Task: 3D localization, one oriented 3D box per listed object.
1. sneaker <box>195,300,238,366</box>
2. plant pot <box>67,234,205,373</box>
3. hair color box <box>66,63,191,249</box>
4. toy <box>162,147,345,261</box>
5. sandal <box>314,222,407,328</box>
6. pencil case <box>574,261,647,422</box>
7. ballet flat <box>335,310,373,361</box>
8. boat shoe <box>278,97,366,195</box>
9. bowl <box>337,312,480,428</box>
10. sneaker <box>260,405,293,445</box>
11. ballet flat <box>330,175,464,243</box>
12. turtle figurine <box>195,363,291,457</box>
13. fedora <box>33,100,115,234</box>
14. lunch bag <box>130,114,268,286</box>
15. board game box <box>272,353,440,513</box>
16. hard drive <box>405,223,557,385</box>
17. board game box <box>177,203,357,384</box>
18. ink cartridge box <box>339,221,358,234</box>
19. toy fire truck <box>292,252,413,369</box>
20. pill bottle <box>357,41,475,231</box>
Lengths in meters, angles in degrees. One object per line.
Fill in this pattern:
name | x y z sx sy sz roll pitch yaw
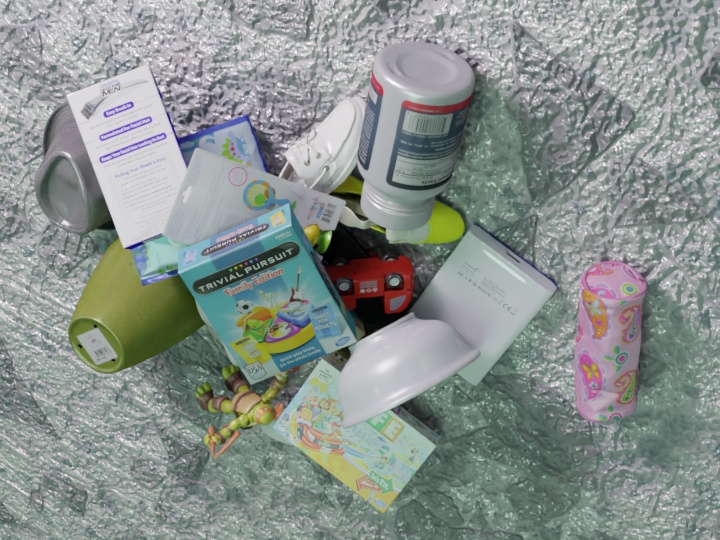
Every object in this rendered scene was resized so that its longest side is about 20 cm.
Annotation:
sneaker | -0.167 0.060 1.799 0.084 0.073 0.201 -1 142 22
plant pot | -0.315 0.050 1.797 0.185 0.200 0.189 14 127 20
hair color box | -0.274 -0.139 1.579 0.108 0.065 0.202 -20 92 -2
toy | -0.130 -0.069 1.556 0.198 0.047 0.116 20 105 -18
sandal | 0.000 0.000 1.675 0.075 0.045 0.200 -29 126 13
pencil case | 0.304 0.090 1.560 0.086 0.088 0.202 11 126 22
ballet flat | -0.014 0.090 1.749 0.200 0.068 0.072 48 164 -20
boat shoe | -0.061 -0.130 1.580 0.069 0.071 0.201 18 115 -38
bowl | 0.046 0.115 1.625 0.200 0.200 0.091 -31 87 39
sneaker | -0.051 0.204 1.849 0.197 0.075 0.089 5 119 14
ballet flat | 0.031 -0.068 1.612 0.198 0.067 0.067 20 127 16
turtle figurine | -0.160 0.187 1.850 0.161 0.200 0.065 21 154 54
fedora | -0.393 -0.129 1.790 0.176 0.090 0.201 29 131 11
lunch bag | -0.209 -0.094 1.670 0.198 0.127 0.172 -18 97 13
board game box | -0.007 0.227 1.792 0.199 0.034 0.135 37 110 2
hard drive | 0.148 0.047 1.653 0.131 0.025 0.201 36 131 2
board game box | -0.111 0.033 1.562 0.150 0.047 0.201 -22 127 9
ink cartridge box | -0.086 -0.022 1.723 0.094 0.044 0.200 38 131 0
toy fire truck | -0.029 0.054 1.651 0.197 0.049 0.142 -5 128 -5
pill bottle | 0.058 -0.154 1.505 0.118 0.120 0.202 23 130 13
